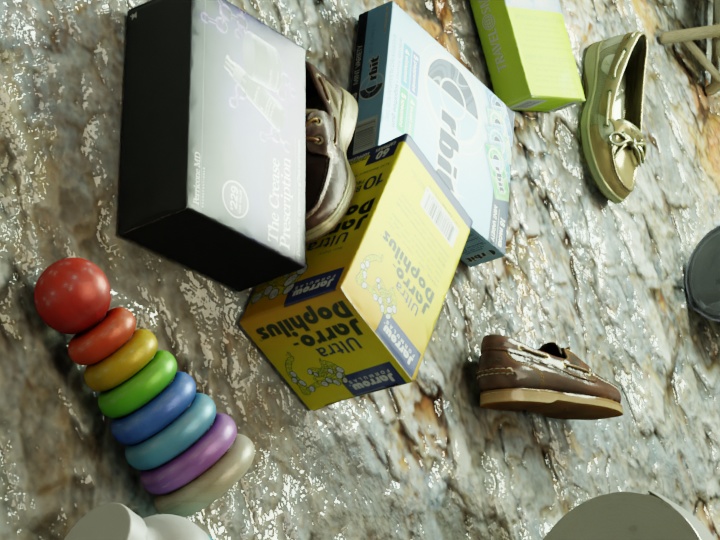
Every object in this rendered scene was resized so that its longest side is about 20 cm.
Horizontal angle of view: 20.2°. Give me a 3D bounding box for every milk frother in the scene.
[{"bbox_3d":[0.459,-0.018,2.318,0.188,0.181,0.200,26,11,-46],"label":"milk frother"}]

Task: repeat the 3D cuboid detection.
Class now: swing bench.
[{"bbox_3d":[0.474,-0.347,2.411,0.130,0.200,0.200,39,46,-38],"label":"swing bench"}]

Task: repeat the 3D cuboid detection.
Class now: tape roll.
[{"bbox_3d":[0.230,0.293,1.764,0.037,0.202,0.204,26,54,-45],"label":"tape roll"}]

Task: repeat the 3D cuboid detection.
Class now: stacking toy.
[{"bbox_3d":[-0.164,0.078,1.440,0.200,0.085,0.085,54,37,-11],"label":"stacking toy"}]

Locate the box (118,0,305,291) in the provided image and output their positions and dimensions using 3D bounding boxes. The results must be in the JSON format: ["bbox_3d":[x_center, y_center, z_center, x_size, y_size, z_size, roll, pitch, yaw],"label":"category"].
[{"bbox_3d":[-0.114,-0.104,1.587,0.141,0.079,0.201,25,55,-44],"label":"box"}]

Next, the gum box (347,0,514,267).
[{"bbox_3d":[0.067,-0.125,1.876,0.200,0.044,0.170,38,46,-40],"label":"gum box"}]

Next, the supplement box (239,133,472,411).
[{"bbox_3d":[0.000,0.000,1.664,0.110,0.109,0.200,52,39,-26],"label":"supplement box"}]

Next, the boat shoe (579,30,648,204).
[{"bbox_3d":[0.282,-0.168,2.179,0.073,0.063,0.201,36,47,-40],"label":"boat shoe"}]

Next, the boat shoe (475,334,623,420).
[{"bbox_3d":[0.182,0.101,1.904,0.200,0.070,0.071,16,66,-50],"label":"boat shoe"}]

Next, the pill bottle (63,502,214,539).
[{"bbox_3d":[-0.119,0.241,1.383,0.200,0.111,0.111,45,42,-32],"label":"pill bottle"}]

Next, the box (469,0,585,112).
[{"bbox_3d":[0.162,-0.265,2.072,0.122,0.048,0.201,-4,77,-56],"label":"box"}]

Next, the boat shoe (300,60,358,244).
[{"bbox_3d":[-0.047,-0.102,1.672,0.072,0.072,0.200,51,31,-32],"label":"boat shoe"}]
